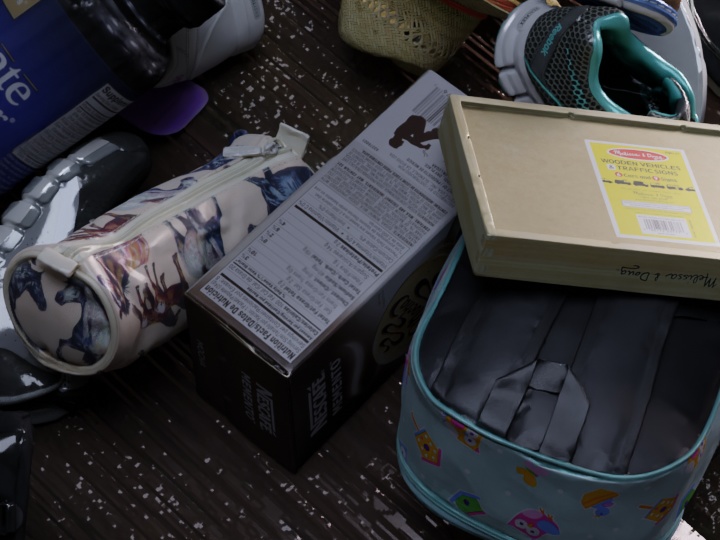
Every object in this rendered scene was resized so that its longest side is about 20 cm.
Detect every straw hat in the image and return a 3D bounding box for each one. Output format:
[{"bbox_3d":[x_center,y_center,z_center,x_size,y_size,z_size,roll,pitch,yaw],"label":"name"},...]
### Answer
[{"bbox_3d":[0.028,-0.165,1.426,0.201,0.201,0.085,41,109,22],"label":"straw hat"}]

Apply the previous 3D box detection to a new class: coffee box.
[{"bbox_3d":[0.000,0.000,1.312,0.080,0.113,0.200,37,66,20],"label":"coffee box"}]

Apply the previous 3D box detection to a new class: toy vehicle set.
[{"bbox_3d":[0.147,-0.036,1.230,0.200,0.027,0.124,6,37,-12],"label":"toy vehicle set"}]

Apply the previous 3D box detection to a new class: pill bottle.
[{"bbox_3d":[-0.180,-0.126,1.329,0.200,0.112,0.112,-36,62,7],"label":"pill bottle"}]

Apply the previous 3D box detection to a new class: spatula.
[{"bbox_3d":[-0.190,-0.133,1.447,0.200,0.021,0.057,22,46,16],"label":"spatula"}]

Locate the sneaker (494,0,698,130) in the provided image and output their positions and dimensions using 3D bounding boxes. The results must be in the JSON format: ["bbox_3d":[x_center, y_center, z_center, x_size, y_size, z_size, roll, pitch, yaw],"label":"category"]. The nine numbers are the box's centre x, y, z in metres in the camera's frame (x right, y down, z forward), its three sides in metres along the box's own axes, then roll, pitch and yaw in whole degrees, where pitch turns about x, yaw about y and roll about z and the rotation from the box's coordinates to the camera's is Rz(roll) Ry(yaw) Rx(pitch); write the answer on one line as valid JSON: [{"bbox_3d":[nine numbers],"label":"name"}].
[{"bbox_3d":[0.160,-0.071,1.326,0.200,0.091,0.078,47,67,-19],"label":"sneaker"}]

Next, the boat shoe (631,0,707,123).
[{"bbox_3d":[0.173,-0.154,1.429,0.071,0.064,0.200,-12,80,21],"label":"boat shoe"}]

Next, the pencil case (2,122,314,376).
[{"bbox_3d":[-0.105,-0.012,1.294,0.078,0.089,0.200,24,36,29],"label":"pencil case"}]

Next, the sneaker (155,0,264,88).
[{"bbox_3d":[-0.126,-0.199,1.391,0.100,0.200,0.075,-36,29,-24],"label":"sneaker"}]

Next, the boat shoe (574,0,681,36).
[{"bbox_3d":[0.123,-0.198,1.362,0.200,0.072,0.072,38,100,46],"label":"boat shoe"}]

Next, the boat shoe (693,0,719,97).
[{"bbox_3d":[0.257,-0.117,1.412,0.072,0.068,0.200,-25,60,-12],"label":"boat shoe"}]

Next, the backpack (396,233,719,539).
[{"bbox_3d":[0.108,0.064,1.240,0.176,0.153,0.200,22,39,7],"label":"backpack"}]

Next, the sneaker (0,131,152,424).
[{"bbox_3d":[-0.169,0.020,1.332,0.200,0.075,0.115,-43,72,-12],"label":"sneaker"}]

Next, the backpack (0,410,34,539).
[{"bbox_3d":[-0.272,0.132,1.213,0.200,0.154,0.163,5,98,-7],"label":"backpack"}]
